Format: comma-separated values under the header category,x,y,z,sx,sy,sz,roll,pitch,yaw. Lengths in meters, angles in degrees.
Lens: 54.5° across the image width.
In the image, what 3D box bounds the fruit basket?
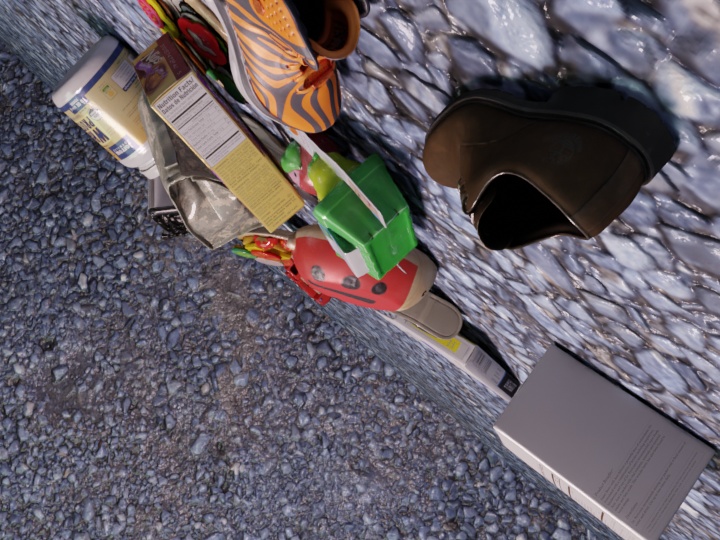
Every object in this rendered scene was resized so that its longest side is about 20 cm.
category,x,y,z,sx,sy,sz,roll,pitch,yaw
fruit basket,-0.033,-0.085,0.741,0.199,0.094,0.186,40,172,19

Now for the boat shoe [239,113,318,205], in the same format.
category,x,y,z,sx,sy,sz,roll,pitch,yaw
boat shoe,-0.107,-0.126,0.928,0.199,0.065,0.072,39,171,6

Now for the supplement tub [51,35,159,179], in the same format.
category,x,y,z,sx,sy,sz,roll,pitch,yaw
supplement tub,-0.382,-0.263,1.148,0.200,0.145,0.144,44,170,-30

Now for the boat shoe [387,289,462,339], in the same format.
category,x,y,z,sx,sy,sz,roll,pitch,yaw
boat shoe,0.058,0.030,1.000,0.199,0.073,0.063,37,175,-18

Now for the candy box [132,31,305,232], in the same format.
category,x,y,z,sx,sy,sz,roll,pitch,yaw
candy box,-0.149,-0.144,0.746,0.200,0.056,0.117,51,-177,-42

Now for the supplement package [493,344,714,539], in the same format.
category,x,y,z,sx,sy,sz,roll,pitch,yaw
supplement package,0.269,0.201,0.793,0.199,0.122,0.120,35,171,28

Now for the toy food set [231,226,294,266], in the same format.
category,x,y,z,sx,sy,sz,roll,pitch,yaw
toy food set,-0.149,-0.038,1.379,0.198,0.050,0.197,18,169,-34

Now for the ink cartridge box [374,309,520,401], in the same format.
category,x,y,z,sx,sy,sz,roll,pitch,yaw
ink cartridge box,0.144,0.124,1.143,0.199,0.047,0.197,34,178,40

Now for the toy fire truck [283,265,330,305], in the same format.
category,x,y,z,sx,sy,sz,roll,pitch,yaw
toy fire truck,-0.142,0.030,1.927,0.200,0.049,0.141,44,170,-27

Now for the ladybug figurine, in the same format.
category,x,y,z,sx,sy,sz,roll,pitch,yaw
ladybug figurine,0.000,0.000,0.877,0.197,0.073,0.136,16,160,-12

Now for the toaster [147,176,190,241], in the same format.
category,x,y,z,sx,sy,sz,roll,pitch,yaw
toaster,-0.308,-0.140,1.326,0.196,0.121,0.181,-6,170,-2

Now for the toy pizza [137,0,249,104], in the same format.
category,x,y,z,sx,sy,sz,roll,pitch,yaw
toy pizza,-0.168,-0.238,0.734,0.199,0.032,0.200,39,171,7

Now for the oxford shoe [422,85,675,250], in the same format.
category,x,y,z,sx,sy,sz,roll,pitch,yaw
oxford shoe,0.081,-0.058,0.419,0.072,0.085,0.200,40,173,-21

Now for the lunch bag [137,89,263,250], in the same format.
category,x,y,z,sx,sy,sz,roll,pitch,yaw
lunch bag,-0.231,-0.153,0.997,0.200,0.116,0.166,56,-170,-66

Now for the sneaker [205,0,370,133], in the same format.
category,x,y,z,sx,sy,sz,roll,pitch,yaw
sneaker,-0.040,-0.151,0.481,0.112,0.078,0.200,35,170,32
